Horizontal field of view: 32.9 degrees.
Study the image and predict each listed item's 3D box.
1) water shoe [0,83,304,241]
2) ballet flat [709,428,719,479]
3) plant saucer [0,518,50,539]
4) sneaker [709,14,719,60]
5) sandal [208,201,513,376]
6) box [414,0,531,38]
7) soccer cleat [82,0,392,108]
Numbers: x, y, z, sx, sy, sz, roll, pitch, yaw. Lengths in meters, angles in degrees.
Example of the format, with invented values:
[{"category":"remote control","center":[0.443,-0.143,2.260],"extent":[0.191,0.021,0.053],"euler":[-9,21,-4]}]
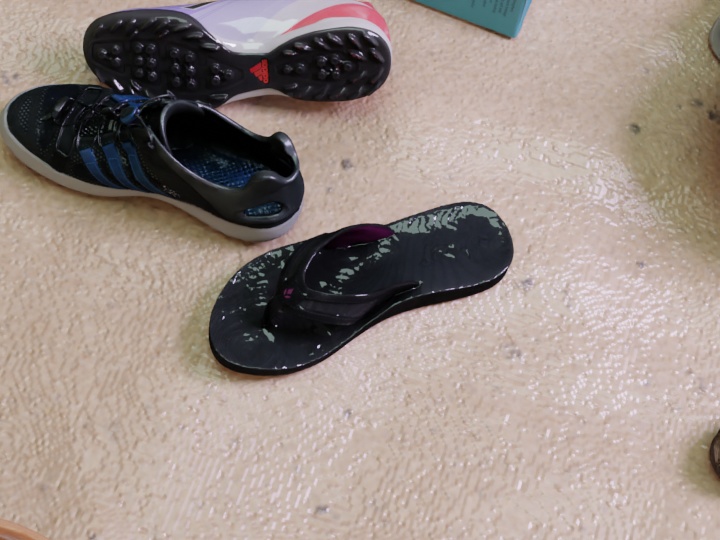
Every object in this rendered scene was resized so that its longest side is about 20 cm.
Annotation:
[{"category":"water shoe","center":[-0.125,-0.084,0.739],"extent":[0.198,0.079,0.072],"euler":[17,60,4]},{"category":"ballet flat","center":[0.295,0.078,0.712],"extent":[0.198,0.047,0.068],"euler":[-16,64,-14]},{"category":"plant saucer","center":[-0.207,0.219,0.587],"extent":[0.197,0.038,0.202],"euler":[3,61,-5]},{"category":"sneaker","center":[0.338,-0.215,0.858],"extent":[0.199,0.089,0.074],"euler":[-35,68,-24]},{"category":"sandal","center":[0.000,-0.001,0.724],"extent":[0.199,0.048,0.076],"euler":[-22,65,-18]},{"category":"box","center":[0.035,-0.241,0.861],"extent":[0.198,0.049,0.083],"euler":[21,61,6]},{"category":"soccer cleat","center":[-0.079,-0.149,0.797],"extent":[0.197,0.069,0.074],"euler":[-1,37,-2]}]
